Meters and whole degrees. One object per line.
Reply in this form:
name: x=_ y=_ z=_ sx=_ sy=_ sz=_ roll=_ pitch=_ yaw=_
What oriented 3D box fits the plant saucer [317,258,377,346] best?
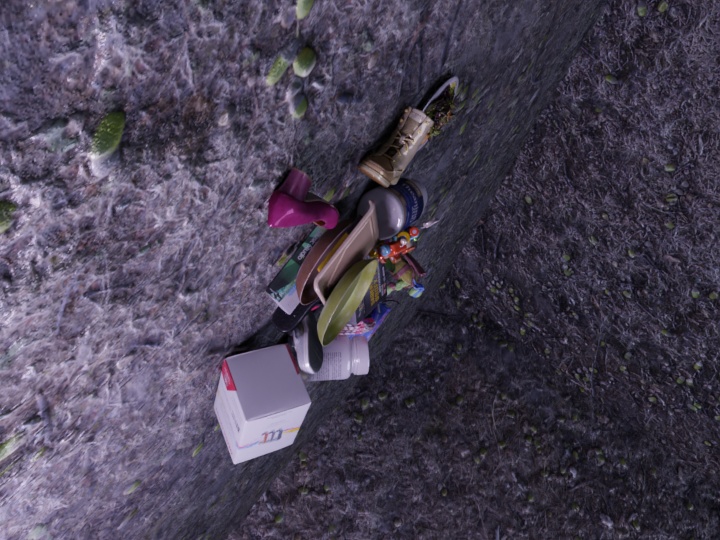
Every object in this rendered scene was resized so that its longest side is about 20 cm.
plant saucer: x=-0.031 y=0.057 z=1.277 sx=0.201 sy=0.031 sz=0.200 roll=-55 pitch=168 yaw=-18

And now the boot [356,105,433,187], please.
boot: x=0.072 y=-0.242 z=1.239 sx=0.156 sy=0.072 sz=0.200 roll=-56 pitch=170 yaw=16

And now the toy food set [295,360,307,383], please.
toy food set: x=-0.218 y=0.279 z=1.531 sx=0.141 sy=0.061 sz=0.201 roll=-2 pitch=143 yaw=-23

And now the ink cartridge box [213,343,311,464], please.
ink cartridge box: x=-0.209 y=0.278 z=1.338 sx=0.143 sy=0.146 sz=0.201 roll=-11 pitch=147 yaw=-29

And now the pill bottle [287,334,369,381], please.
pill bottle: x=-0.082 y=0.215 z=1.601 sx=0.113 sy=0.197 sz=0.115 roll=178 pitch=-90 yaw=-82

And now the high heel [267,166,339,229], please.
high heel: x=-0.095 y=-0.085 z=1.038 sx=0.097 sy=0.067 sz=0.200 roll=-61 pitch=155 yaw=-8

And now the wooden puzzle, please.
wooden puzzle: x=-0.027 y=-0.028 z=1.242 sx=0.201 sy=0.037 sz=0.185 roll=-57 pitch=169 yaw=-10

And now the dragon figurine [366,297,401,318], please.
dragon figurine: x=0.009 y=0.101 z=1.792 sx=0.059 sy=0.197 sz=0.101 roll=-124 pitch=-133 yaw=-84

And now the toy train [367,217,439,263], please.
toy train: x=0.091 y=-0.054 z=1.415 sx=0.149 sy=0.056 sz=0.199 roll=-12 pitch=-168 yaw=45

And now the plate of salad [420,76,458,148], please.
plate of salad: x=0.164 y=-0.331 z=1.414 sx=0.201 sy=0.048 sz=0.200 roll=-51 pitch=168 yaw=-15

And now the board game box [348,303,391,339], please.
board game box: x=-0.022 y=0.151 z=1.859 sx=0.201 sy=0.134 sz=0.045 roll=-55 pitch=168 yaw=9

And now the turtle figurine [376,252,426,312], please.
turtle figurine: x=0.068 y=0.000 z=1.690 sx=0.143 sy=0.195 sz=0.200 roll=-35 pitch=-171 yaw=-13

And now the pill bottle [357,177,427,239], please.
pill bottle: x=0.081 y=-0.148 z=1.455 sx=0.112 sy=0.110 sz=0.200 roll=-60 pitch=167 yaw=29

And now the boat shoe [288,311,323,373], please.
boat shoe: x=-0.126 y=0.150 z=1.385 sx=0.064 sy=0.203 sz=0.075 roll=-25 pitch=128 yaw=8

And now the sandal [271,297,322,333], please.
sandal: x=-0.110 y=0.054 z=1.388 sx=0.200 sy=0.075 sz=0.045 roll=-44 pitch=165 yaw=-7

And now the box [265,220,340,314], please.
box: x=-0.105 y=-0.011 z=1.298 sx=0.201 sy=0.036 sz=0.144 roll=-54 pitch=168 yaw=-9

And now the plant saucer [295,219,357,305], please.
plant saucer: x=-0.065 y=-0.023 z=1.257 sx=0.201 sy=0.034 sz=0.201 roll=-50 pitch=167 yaw=-16

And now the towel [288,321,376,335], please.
towel: x=-0.068 y=0.142 z=1.606 sx=0.146 sy=0.197 sz=0.030 roll=9 pitch=78 yaw=-77

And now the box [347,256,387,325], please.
box: x=0.000 y=0.000 z=1.486 sx=0.158 sy=0.048 sz=0.203 roll=-40 pitch=130 yaw=-51
